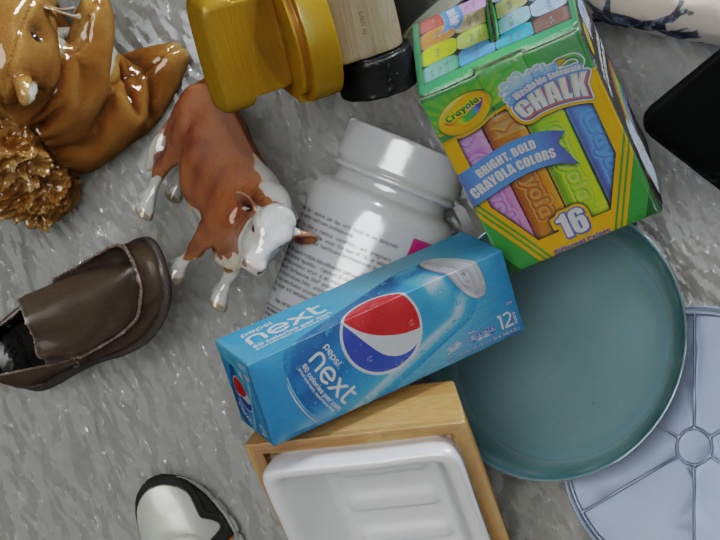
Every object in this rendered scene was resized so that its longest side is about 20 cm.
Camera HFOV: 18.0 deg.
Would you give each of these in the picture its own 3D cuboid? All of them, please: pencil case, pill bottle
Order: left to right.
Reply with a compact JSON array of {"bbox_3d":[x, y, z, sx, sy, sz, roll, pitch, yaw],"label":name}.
[{"bbox_3d":[0.000,0.000,1.651,0.113,0.113,0.202,22,93,14],"label":"pill bottle"},{"bbox_3d":[0.240,-0.207,1.619,0.198,0.078,0.090,11,77,14],"label":"pencil case"}]

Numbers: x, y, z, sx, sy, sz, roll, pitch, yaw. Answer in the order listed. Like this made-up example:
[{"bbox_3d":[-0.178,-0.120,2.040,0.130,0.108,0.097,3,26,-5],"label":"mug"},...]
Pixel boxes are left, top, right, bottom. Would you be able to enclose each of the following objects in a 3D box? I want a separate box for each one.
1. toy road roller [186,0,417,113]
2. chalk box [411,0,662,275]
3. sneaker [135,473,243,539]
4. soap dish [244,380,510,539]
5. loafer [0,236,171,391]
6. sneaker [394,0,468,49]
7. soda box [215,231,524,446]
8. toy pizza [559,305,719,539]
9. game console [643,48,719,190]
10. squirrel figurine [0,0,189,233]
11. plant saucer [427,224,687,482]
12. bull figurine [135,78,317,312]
[{"bbox_3d":[-0.058,-0.184,1.614,0.145,0.200,0.124,-19,112,-14],"label":"toy road roller"},{"bbox_3d":[0.112,-0.125,1.579,0.123,0.125,0.201,-23,115,12],"label":"chalk box"},{"bbox_3d":[-0.117,0.244,1.689,0.073,0.080,0.201,-26,80,13],"label":"sneaker"},{"bbox_3d":[0.022,0.164,1.608,0.156,0.201,0.082,-8,45,14],"label":"soap dish"},{"bbox_3d":[-0.215,0.040,1.689,0.200,0.071,0.074,-36,70,36],"label":"loafer"},{"bbox_3d":[0.078,-0.261,1.662,0.200,0.075,0.106,-41,81,10],"label":"sneaker"},{"bbox_3d":[0.007,0.044,1.564,0.199,0.068,0.065,-24,111,-16],"label":"soda box"},{"bbox_3d":[0.240,0.126,1.623,0.198,0.032,0.202,-2,83,19],"label":"toy pizza"},{"bbox_3d":[0.318,-0.132,1.567,0.116,0.199,0.177,-9,54,54],"label":"game console"},{"bbox_3d":[-0.248,-0.121,1.682,0.141,0.187,0.201,28,94,13],"label":"squirrel figurine"},{"bbox_3d":[0.143,0.053,1.638,0.198,0.027,0.202,-6,77,25],"label":"plant saucer"},{"bbox_3d":[-0.101,-0.049,1.658,0.122,0.065,0.201,-51,42,29],"label":"bull figurine"}]
